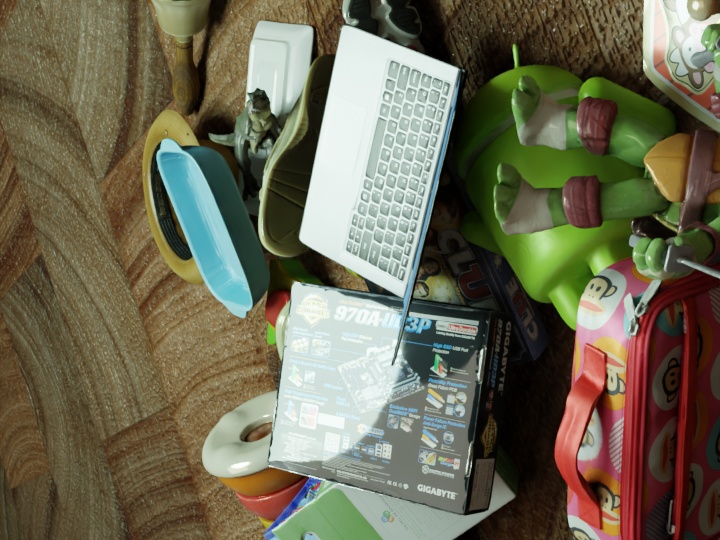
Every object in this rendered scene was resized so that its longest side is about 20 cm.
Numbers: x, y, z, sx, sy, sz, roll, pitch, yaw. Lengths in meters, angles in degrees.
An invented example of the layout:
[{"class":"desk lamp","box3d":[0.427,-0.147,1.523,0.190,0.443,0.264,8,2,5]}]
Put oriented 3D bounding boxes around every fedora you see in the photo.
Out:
[{"class":"fedora","box3d":[-0.183,-0.087,1.348,0.200,0.081,0.204,26,121,53]}]

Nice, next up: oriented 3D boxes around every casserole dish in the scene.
[{"class":"casserole dish","box3d":[-0.148,-0.049,1.207,0.121,0.038,0.203,13,126,58]}]

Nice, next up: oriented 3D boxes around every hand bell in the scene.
[{"class":"hand bell","box3d":[-0.200,-0.254,1.321,0.104,0.103,0.202,51,152,31]}]

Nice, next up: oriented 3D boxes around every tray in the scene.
[{"class":"tray","box3d":[-0.093,-0.152,1.204,0.107,0.022,0.204,19,107,51]}]

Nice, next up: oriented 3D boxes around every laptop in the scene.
[{"class":"laptop","box3d":[0.006,-0.066,0.874,0.199,0.115,0.190,28,115,34]}]

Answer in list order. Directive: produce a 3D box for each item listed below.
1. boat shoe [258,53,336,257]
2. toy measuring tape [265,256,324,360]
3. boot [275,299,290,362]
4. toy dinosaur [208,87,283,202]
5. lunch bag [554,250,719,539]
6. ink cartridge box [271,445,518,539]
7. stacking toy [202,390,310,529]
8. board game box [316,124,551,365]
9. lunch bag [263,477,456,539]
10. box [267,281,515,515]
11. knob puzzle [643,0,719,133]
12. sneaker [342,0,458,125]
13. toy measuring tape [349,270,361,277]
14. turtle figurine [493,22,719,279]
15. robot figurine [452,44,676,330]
[{"class":"boat shoe","box3d":[-0.051,-0.102,1.090,0.063,0.072,0.204,144,141,-65]},{"class":"toy measuring tape","box3d":[-0.060,0.001,1.221,0.073,0.073,0.204,14,101,53]},{"class":"boot","box3d":[0.009,0.116,1.105,0.154,0.072,0.202,21,146,47]},{"class":"toy dinosaur","box3d":[-0.106,-0.121,1.163,0.089,0.047,0.200,69,159,0]},{"class":"lunch bag","box3d":[0.196,0.087,0.757,0.082,0.174,0.203,23,122,50]},{"class":"ink cartridge box","box3d":[0.031,0.201,1.034,0.199,0.059,0.104,-38,99,16]},{"class":"stacking toy","box3d":[-0.078,0.249,1.318,0.145,0.145,0.202,10,130,54]},{"class":"board game box","box3d":[0.060,-0.010,0.976,0.134,0.035,0.202,-16,105,41]},{"class":"lunch bag","box3d":[0.025,0.263,1.149,0.151,0.094,0.199,50,137,-5]},{"class":"box","box3d":[0.021,0.101,0.964,0.197,0.046,0.162,7,88,33]},{"class":"knob puzzle","box3d":[0.239,-0.167,0.723,0.219,0.030,0.223,29,126,48]},{"class":"sneaker","box3d":[0.033,-0.155,1.022,0.083,0.079,0.203,-153,50,-80]},{"class":"toy measuring tape","box3d":[0.000,0.000,1.103,0.074,0.073,0.202,46,137,36]},{"class":"turtle figurine","box3d":[0.174,-0.073,0.678,0.191,0.199,0.147,5,101,23]},{"class":"robot figurine","box3d":[0.141,-0.060,0.837,0.202,0.114,0.176,61,138,21]}]
